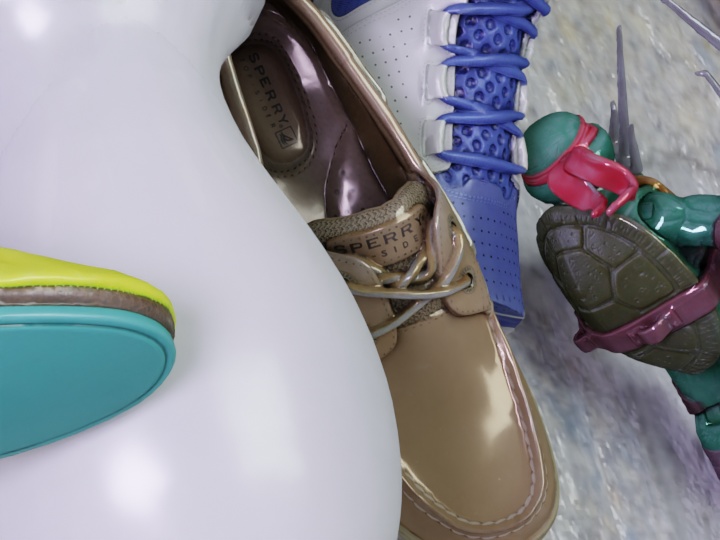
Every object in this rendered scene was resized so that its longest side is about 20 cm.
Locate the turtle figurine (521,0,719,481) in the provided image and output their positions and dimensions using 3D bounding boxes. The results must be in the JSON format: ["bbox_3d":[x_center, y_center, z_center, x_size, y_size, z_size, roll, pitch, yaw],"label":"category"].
[{"bbox_3d":[0.114,-0.007,1.050,0.101,0.150,0.200,-44,110,-18],"label":"turtle figurine"}]

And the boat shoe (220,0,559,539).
[{"bbox_3d":[0.000,0.000,0.913,0.071,0.065,0.200,-29,82,-17],"label":"boat shoe"}]

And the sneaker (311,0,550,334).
[{"bbox_3d":[0.031,-0.086,0.989,0.080,0.115,0.200,14,56,-45],"label":"sneaker"}]

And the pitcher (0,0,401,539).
[{"bbox_3d":[-0.081,0.015,0.786,0.171,0.121,0.201,-2,65,-28],"label":"pitcher"}]

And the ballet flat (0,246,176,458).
[{"bbox_3d":[-0.143,0.019,0.685,0.200,0.067,0.067,-17,56,-21],"label":"ballet flat"}]
